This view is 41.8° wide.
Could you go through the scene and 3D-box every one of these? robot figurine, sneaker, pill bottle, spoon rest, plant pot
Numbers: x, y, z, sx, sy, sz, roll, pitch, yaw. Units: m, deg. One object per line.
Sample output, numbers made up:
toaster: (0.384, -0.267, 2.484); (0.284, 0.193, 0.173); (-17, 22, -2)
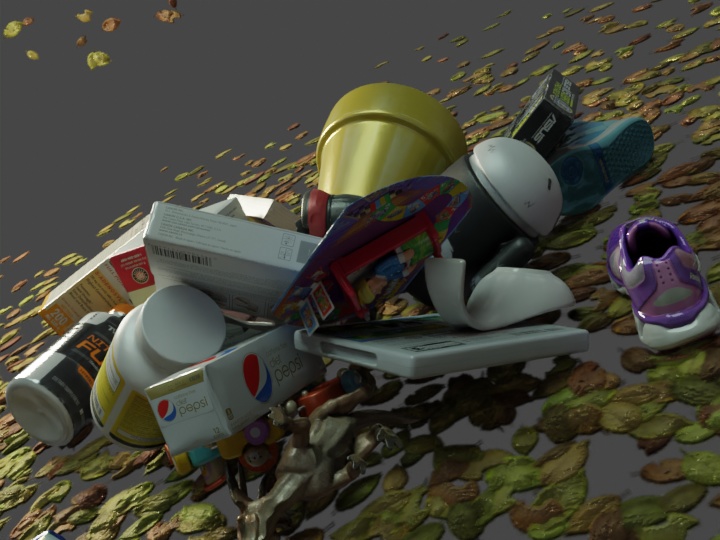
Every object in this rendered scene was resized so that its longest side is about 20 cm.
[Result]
robot figurine: (0.121, -0.050, 1.006); (0.200, 0.151, 0.125); (-41, -12, 20)
sneaker: (0.000, 0.000, 0.988); (0.097, 0.202, 0.071); (-4, 40, 12)
pill bottle: (-0.207, 0.101, 0.974); (0.112, 0.112, 0.200); (-44, -5, -40)
spoon rest: (0.125, 0.025, 0.862); (0.099, 0.061, 0.199); (4, -2, 38)
plant pot: (0.024, -0.105, 1.217); (0.199, 0.201, 0.190); (-12, 40, 34)
pill bottle: (-0.353, 0.124, 1.219); (0.106, 0.107, 0.200); (-12, 25, 33)
sneaker: (0.258, -0.014, 0.836); (0.080, 0.089, 0.200); (-23, 19, 12)
sneaker: (0.245, -0.124, 1.138); (0.199, 0.080, 0.130); (-26, 20, -28)

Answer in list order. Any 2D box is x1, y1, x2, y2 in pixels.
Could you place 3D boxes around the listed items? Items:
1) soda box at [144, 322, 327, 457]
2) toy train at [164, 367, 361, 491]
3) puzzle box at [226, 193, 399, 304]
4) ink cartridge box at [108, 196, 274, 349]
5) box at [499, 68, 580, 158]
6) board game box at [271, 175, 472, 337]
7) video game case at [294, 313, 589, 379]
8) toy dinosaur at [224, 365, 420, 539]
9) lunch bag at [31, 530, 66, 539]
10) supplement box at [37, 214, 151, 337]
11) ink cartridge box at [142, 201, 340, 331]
soda box: (-0.107, 0.100, 0.861); (0.068, 0.064, 0.200); (-22, 2, 24)
toy train: (-0.091, 0.157, 0.907); (0.199, 0.056, 0.150); (-22, 1, 30)
puzzle box: (-0.057, -0.025, 1.108); (0.133, 0.199, 0.026); (12, 71, 61)
ink cartridge box: (-0.168, 0.039, 1.068); (0.144, 0.201, 0.083); (-15, 19, 29)
box: (0.181, -0.135, 1.129); (0.200, 0.044, 0.160); (-53, 2, 27)
board game box: (0.022, 0.001, 0.812); (0.157, 0.039, 0.200); (-5, -36, -43)
video game case: (0.070, 0.063, 0.844); (0.199, 0.022, 0.182); (-5, 6, -34)
toy dinosaur: (-0.041, 0.160, 0.803); (0.199, 0.086, 0.136); (-27, -17, -47)
lunch bag: (-0.239, 0.304, 0.636); (0.200, 0.128, 0.170); (-46, 27, -13)
supplement box: (-0.337, 0.034, 1.342); (0.199, 0.126, 0.074); (-38, 19, 4)
ink cartridge box: (-0.107, 0.008, 0.935); (0.176, 0.198, 0.045); (109, 173, -66)
